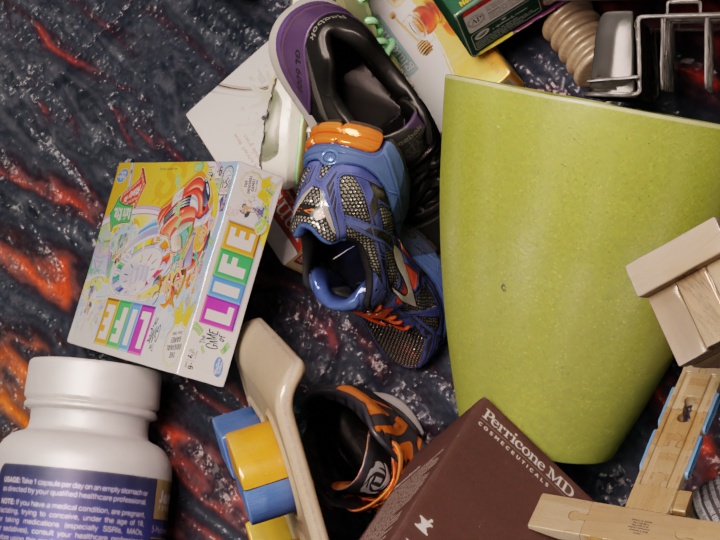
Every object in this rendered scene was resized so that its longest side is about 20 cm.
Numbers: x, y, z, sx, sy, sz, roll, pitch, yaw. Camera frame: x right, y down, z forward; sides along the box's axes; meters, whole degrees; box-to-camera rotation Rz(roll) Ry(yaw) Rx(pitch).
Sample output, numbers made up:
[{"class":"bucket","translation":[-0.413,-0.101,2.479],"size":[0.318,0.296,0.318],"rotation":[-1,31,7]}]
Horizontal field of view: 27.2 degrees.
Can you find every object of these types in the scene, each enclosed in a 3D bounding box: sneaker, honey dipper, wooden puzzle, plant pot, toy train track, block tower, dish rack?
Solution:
[{"class":"sneaker","translation":[-0.005,-0.142,0.957],"size":[0.088,0.077,0.201],"rotation":[12,98,0]},{"class":"sneaker","translation":[0.029,0.146,0.892],"size":[0.200,0.112,0.078],"rotation":[43,97,26]},{"class":"honey dipper","translation":[0.110,-0.206,0.982],"size":[0.038,0.038,0.201],"rotation":[-34,63,13]},{"class":"wooden puzzle","translation":[-0.048,0.140,0.863],"size":[0.046,0.185,0.201],"rotation":[-12,99,-10]},{"class":"sneaker","translation":[0.000,0.000,0.897],"size":[0.075,0.200,0.079],"rotation":[9,56,30]},{"class":"sneaker","translation":[0.017,-0.070,0.900],"size":[0.076,0.200,0.088],"rotation":[-40,24,-6]},{"class":"plant pot","translation":[0.122,0.002,0.861],"size":[0.186,0.187,0.201],"rotation":[14,99,26]},{"class":"toy train track","translation":[0.163,0.114,0.788],"size":[0.114,0.033,0.200],"rotation":[5,43,29]},{"class":"block tower","translation":[0.213,0.019,0.790],"size":[0.054,0.200,0.058],"rotation":[-33,66,28]},{"class":"dish rack","translation":[0.231,-0.123,0.841],"size":[0.199,0.153,0.055],"rotation":[1,97,15]}]

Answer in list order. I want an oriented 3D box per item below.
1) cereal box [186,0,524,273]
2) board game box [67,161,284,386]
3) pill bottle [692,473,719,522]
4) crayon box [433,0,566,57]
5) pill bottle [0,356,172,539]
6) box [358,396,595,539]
[{"class":"cereal box","translation":[-0.007,-0.114,1.008],"size":[0.200,0.039,0.144],"rotation":[-40,65,11]},{"class":"board game box","translation":[-0.127,-0.003,0.982],"size":[0.200,0.034,0.135],"rotation":[5,79,60]},{"class":"pill bottle","translation":[0.199,0.174,0.813],"size":[0.200,0.106,0.107],"rotation":[-37,66,13]},{"class":"crayon box","translation":[0.110,-0.260,0.953],"size":[0.199,0.058,0.173],"rotation":[-32,62,3]},{"class":"pill bottle","translation":[-0.186,0.163,0.982],"size":[0.119,0.120,0.201],"rotation":[1,79,24]},{"class":"box","translation":[0.047,0.165,0.764],"size":[0.100,0.200,0.075],"rotation":[43,125,-2]}]
